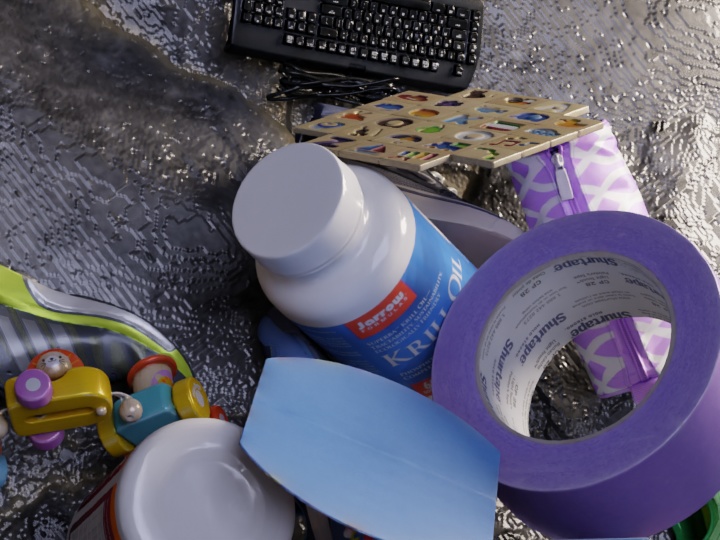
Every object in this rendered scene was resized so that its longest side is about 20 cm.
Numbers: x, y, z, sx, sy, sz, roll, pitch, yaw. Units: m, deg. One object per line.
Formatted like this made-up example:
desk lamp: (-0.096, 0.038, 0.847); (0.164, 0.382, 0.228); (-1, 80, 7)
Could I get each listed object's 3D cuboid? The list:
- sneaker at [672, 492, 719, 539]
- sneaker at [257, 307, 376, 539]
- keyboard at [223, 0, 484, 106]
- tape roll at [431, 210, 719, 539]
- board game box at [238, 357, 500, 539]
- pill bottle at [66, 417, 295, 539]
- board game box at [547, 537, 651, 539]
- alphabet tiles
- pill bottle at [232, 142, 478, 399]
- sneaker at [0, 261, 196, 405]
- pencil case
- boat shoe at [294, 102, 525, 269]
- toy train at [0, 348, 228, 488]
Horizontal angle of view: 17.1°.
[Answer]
sneaker: (0.238, 0.121, 1.696); (0.083, 0.074, 0.201); (-1, 73, -25)
sneaker: (-0.035, 0.112, 1.587); (0.082, 0.074, 0.200); (-31, 57, 9)
keyboard: (0.003, -0.163, 1.703); (0.199, 0.040, 0.105); (7, 92, -26)
tape roll: (0.151, 0.068, 1.533); (0.085, 0.199, 0.201); (48, 51, -49)
board game box: (0.002, 0.122, 1.427); (0.158, 0.039, 0.200); (23, 22, -4)
pill bottle: (-0.119, 0.167, 1.472); (0.109, 0.200, 0.110); (7, 69, -18)
board game box: (0.057, 0.213, 1.525); (0.199, 0.196, 0.056); (1, 75, -20)
alphabet tiles: (0.059, -0.096, 1.616); (0.200, 0.166, 0.006); (-22, 116, -49)
pill bottle: (0.000, 0.000, 1.572); (0.200, 0.112, 0.113); (41, 53, -50)
sneaker: (-0.203, 0.056, 1.560); (0.199, 0.074, 0.081); (20, 73, -5)
pencil case: (0.168, -0.009, 1.662); (0.084, 0.086, 0.201); (-23, 92, 1)
boat shoe: (0.040, -0.054, 1.687); (0.199, 0.075, 0.093); (20, 47, -26)
toy train: (-0.186, 0.096, 1.517); (0.199, 0.150, 0.056); (5, 56, -27)
